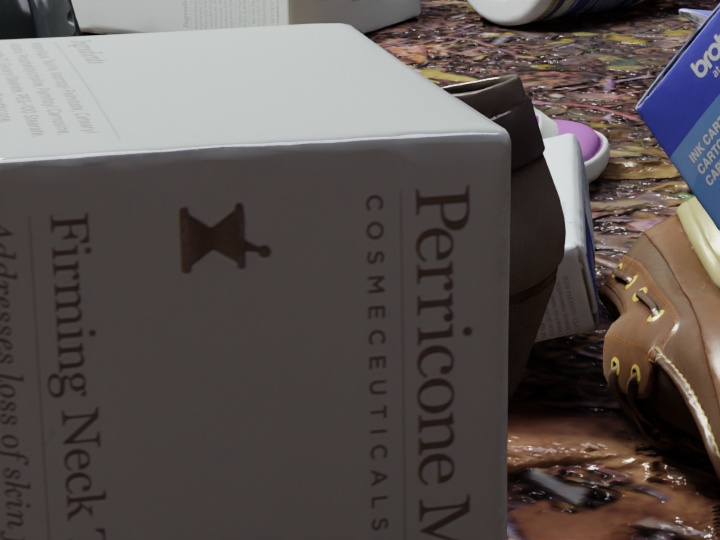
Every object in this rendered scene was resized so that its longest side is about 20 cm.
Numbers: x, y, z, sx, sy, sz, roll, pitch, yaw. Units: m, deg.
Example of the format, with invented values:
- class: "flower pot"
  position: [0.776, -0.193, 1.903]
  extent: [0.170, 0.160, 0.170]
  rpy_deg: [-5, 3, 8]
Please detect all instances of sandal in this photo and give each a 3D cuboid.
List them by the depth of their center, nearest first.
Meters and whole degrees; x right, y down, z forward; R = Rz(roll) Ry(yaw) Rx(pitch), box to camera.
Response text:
- class: "sandal"
  position: [0.074, -0.065, 1.086]
  extent: [0.082, 0.050, 0.202]
  rpy_deg: [10, 19, 30]

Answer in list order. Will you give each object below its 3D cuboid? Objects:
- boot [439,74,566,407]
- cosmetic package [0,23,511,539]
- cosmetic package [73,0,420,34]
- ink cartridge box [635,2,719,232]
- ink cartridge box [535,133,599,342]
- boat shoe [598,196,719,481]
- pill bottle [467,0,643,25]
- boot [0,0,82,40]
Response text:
- class: "boot"
  position: [-0.027, -0.006, 0.723]
  extent: [0.198, 0.148, 0.070]
  rpy_deg: [1, 18, 5]
- class: "cosmetic package"
  position: [-0.075, 0.029, 0.574]
  extent: [0.198, 0.169, 0.166]
  rpy_deg: [-5, 17, -14]
- class: "cosmetic package"
  position: [-0.085, -0.246, 1.561]
  extent: [0.198, 0.124, 0.199]
  rpy_deg: [8, 18, 29]
- class: "ink cartridge box"
  position: [0.192, -0.033, 0.731]
  extent: [0.136, 0.076, 0.201]
  rpy_deg: [-3, 55, -42]
- class: "ink cartridge box"
  position: [0.000, 0.000, 0.865]
  extent: [0.198, 0.044, 0.197]
  rpy_deg: [-13, 15, 9]
- class: "boat shoe"
  position: [0.125, 0.039, 0.738]
  extent: [0.067, 0.072, 0.200]
  rpy_deg: [-31, 20, 13]
- class: "pill bottle"
  position: [0.177, -0.258, 1.615]
  extent: [0.199, 0.112, 0.111]
  rpy_deg: [-14, 22, -39]
- class: "boot"
  position: [-0.177, -0.008, 0.670]
  extent: [0.198, 0.167, 0.066]
  rpy_deg: [-12, 3, -4]
